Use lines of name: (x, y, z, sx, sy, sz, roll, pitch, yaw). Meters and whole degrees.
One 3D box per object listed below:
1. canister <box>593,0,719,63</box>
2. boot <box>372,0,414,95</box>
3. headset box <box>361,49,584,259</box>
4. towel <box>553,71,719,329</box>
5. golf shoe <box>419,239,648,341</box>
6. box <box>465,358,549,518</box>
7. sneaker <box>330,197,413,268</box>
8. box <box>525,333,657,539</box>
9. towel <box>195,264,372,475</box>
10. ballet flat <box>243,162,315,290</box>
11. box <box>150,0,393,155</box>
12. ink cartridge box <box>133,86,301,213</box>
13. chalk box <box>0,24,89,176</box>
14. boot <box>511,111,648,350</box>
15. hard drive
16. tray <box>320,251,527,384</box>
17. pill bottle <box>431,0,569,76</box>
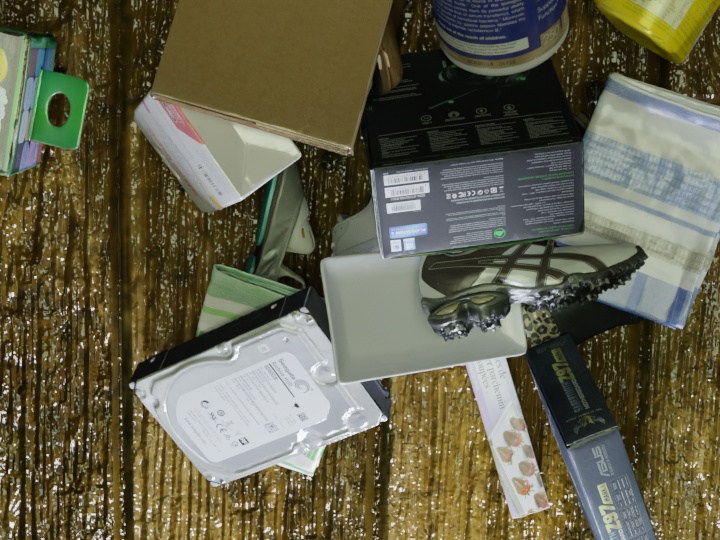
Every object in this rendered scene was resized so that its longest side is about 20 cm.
canister: (0.291, -0.289, 1.158, 0.086, 0.148, 0.201, 34, 100, 19)
boot: (0.024, -0.243, 1.163, 0.075, 0.074, 0.201, -5, 64, -8)
headset box: (0.088, -0.113, 1.159, 0.173, 0.201, 0.093, -8, 127, -1)
towel: (0.251, -0.060, 1.180, 0.146, 0.024, 0.201, 20, 103, 2)
golf shoe: (0.145, -0.009, 1.157, 0.199, 0.078, 0.095, -14, 73, -6)
box: (0.133, 0.134, 1.278, 0.038, 0.041, 0.201, -17, 100, 2)
sneaker: (0.000, 0.000, 1.247, 0.092, 0.076, 0.200, 42, 107, 21)
box: (0.212, 0.179, 1.203, 0.051, 0.158, 0.201, -22, 118, 3)
towel: (-0.083, 0.097, 1.233, 0.152, 0.023, 0.201, 18, 127, -2)
ballet flat: (-0.075, -0.013, 1.240, 0.063, 0.067, 0.201, 16, 105, -11)
box: (-0.059, -0.207, 1.058, 0.162, 0.021, 0.201, 15, 80, 0)
ink cartridge box: (-0.130, -0.117, 1.164, 0.067, 0.200, 0.117, -37, 99, -14)
chalk box: (-0.337, -0.156, 1.180, 0.198, 0.124, 0.125, 11, 98, -4)
boot: (0.192, -0.025, 1.238, 0.153, 0.073, 0.205, -27, 98, 6)
hard drive: (-0.090, 0.109, 1.208, 0.199, 0.038, 0.140, -23, 117, 24)
tray: (0.055, 0.034, 1.184, 0.199, 0.022, 0.108, -7, 86, -29)
pill bottle: (0.106, -0.268, 1.101, 0.115, 0.116, 0.201, -16, 139, 1)
